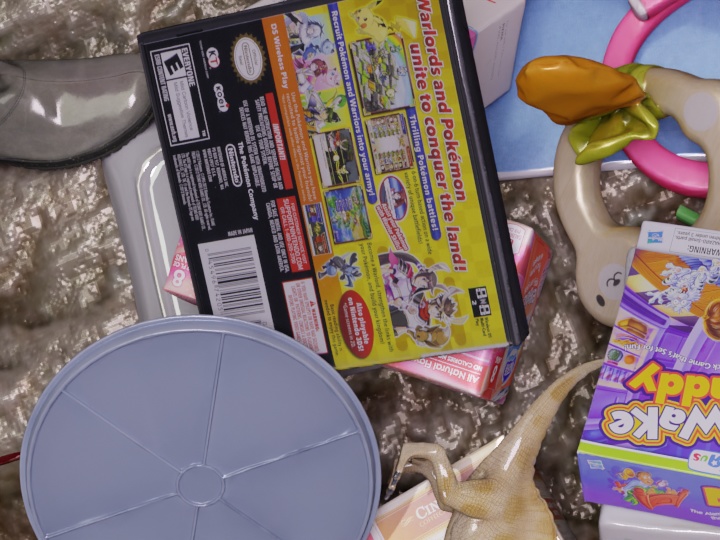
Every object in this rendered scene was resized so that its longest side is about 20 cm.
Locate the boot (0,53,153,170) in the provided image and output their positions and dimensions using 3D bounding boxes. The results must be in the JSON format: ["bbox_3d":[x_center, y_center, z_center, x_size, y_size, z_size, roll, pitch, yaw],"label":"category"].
[{"bbox_3d":[-0.235,-0.119,1.106,0.198,0.131,0.068,-11,60,12],"label":"boot"}]

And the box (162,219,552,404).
[{"bbox_3d":[0.000,0.000,1.025,0.199,0.095,0.103,19,88,15],"label":"box"}]

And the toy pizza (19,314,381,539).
[{"bbox_3d":[-0.088,0.111,0.973,0.198,0.032,0.202,-1,114,-1],"label":"toy pizza"}]

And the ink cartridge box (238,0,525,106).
[{"bbox_3d":[0.018,-0.133,1.045,0.116,0.200,0.068,26,129,24],"label":"ink cartridge box"}]

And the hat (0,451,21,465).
[{"bbox_3d":[-0.153,0.122,1.010,0.200,0.175,0.166,-44,62,31],"label":"hat"}]

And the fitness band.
[{"bbox_3d":[0.238,-0.128,1.036,0.199,0.037,0.144,-30,76,9],"label":"fitness band"}]

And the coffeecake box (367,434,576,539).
[{"bbox_3d":[0.072,0.221,1.019,0.153,0.073,0.201,-31,76,8],"label":"coffeecake box"}]

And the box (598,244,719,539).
[{"bbox_3d":[0.233,0.112,0.906,0.198,0.200,0.172,1,53,14],"label":"box"}]

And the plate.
[{"bbox_3d":[-0.060,-0.022,1.108,0.198,0.032,0.201,-16,79,11],"label":"plate"}]

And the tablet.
[{"bbox_3d":[0.164,-0.126,1.078,0.198,0.014,0.131,-4,81,12],"label":"tablet"}]

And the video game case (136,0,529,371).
[{"bbox_3d":[-0.016,-0.046,0.942,0.179,0.025,0.202,-9,99,21],"label":"video game case"}]

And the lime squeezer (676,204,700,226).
[{"bbox_3d":[0.286,-0.020,1.021,0.198,0.038,0.071,-8,80,13],"label":"lime squeezer"}]

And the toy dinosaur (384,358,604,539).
[{"bbox_3d":[0.065,0.129,0.979,0.100,0.058,0.201,18,93,0],"label":"toy dinosaur"}]

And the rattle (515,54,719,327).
[{"bbox_3d":[0.144,-0.013,0.976,0.129,0.143,0.202,14,101,18],"label":"rattle"}]

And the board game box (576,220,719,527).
[{"bbox_3d":[0.212,0.056,0.797,0.199,0.045,0.135,9,56,19],"label":"board game box"}]
